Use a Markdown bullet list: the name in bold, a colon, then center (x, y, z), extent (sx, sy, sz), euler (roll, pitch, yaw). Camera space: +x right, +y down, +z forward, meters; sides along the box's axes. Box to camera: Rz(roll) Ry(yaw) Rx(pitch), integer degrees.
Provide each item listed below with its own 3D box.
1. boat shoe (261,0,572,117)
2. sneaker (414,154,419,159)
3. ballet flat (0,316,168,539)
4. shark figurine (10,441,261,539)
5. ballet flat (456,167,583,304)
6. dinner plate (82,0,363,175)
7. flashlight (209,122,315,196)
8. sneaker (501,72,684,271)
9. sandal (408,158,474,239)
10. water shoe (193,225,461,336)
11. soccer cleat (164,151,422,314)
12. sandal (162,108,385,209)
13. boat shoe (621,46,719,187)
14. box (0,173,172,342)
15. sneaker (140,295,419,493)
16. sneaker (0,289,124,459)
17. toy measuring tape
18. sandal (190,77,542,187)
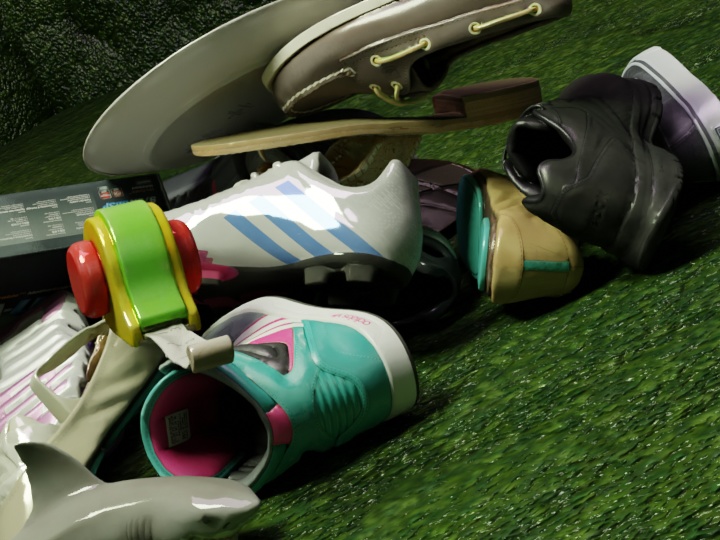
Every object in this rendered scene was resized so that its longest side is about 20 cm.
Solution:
- **boat shoe**: center (0.030, -0.131, 1.263), extent (0.200, 0.060, 0.072), euler (-27, -9, 27)
- **sneaker**: center (-0.010, -0.038, 1.553), extent (0.080, 0.076, 0.200), euler (-26, 9, 30)
- **ballet flat**: center (-0.160, 0.088, 1.199), extent (0.069, 0.069, 0.200), euler (-16, 31, 40)
- **shark figurine**: center (-0.164, 0.134, 1.077), extent (0.214, 0.090, 0.128), euler (-26, 10, -11)
- **ballet flat**: center (0.093, -0.016, 1.292), extent (0.063, 0.069, 0.200), euler (2, 14, -2)
- **dinner plate**: center (-0.077, -0.107, 1.351), extent (0.200, 0.024, 0.200), euler (-28, -12, -6)
- **flashlight**: center (-0.092, -0.013, 1.430), extent (0.068, 0.068, 0.200), euler (-36, -10, -42)
- **sneaker**: center (0.124, -0.072, 1.249), extent (0.200, 0.091, 0.076), euler (-97, 27, -69)
- **sandal**: center (0.000, 0.000, 1.401), extent (0.082, 0.055, 0.200), euler (30, 63, 30)
- **water shoe**: center (-0.041, 0.009, 1.306), extent (0.200, 0.072, 0.079), euler (-10, 13, 3)
- **soccer cleat**: center (-0.056, -0.024, 1.257), extent (0.200, 0.086, 0.070), euler (0, -23, 22)
- **sandal**: center (-0.065, -0.065, 1.461), extent (0.200, 0.076, 0.043), euler (-18, 40, 16)
- **boat shoe**: center (0.180, -0.086, 1.369), extent (0.068, 0.072, 0.200), euler (-24, 18, 0)
- **box**: center (-0.232, 0.007, 1.412), extent (0.200, 0.046, 0.159), euler (-10, -24, -25)
- **sneaker**: center (-0.070, 0.071, 1.177), extent (0.121, 0.084, 0.200), euler (-21, 9, -30)
- **sneaker**: center (-0.176, 0.086, 1.328), extent (0.080, 0.088, 0.200), euler (-32, 20, 6)
- **toy measuring tape**: center (-0.109, 0.003, 1.147), extent (0.074, 0.074, 0.200), euler (-29, 16, -13)
- **sandal**: center (0.011, -0.060, 1.302), extent (0.212, 0.070, 0.078), euler (-12, 10, -12)
